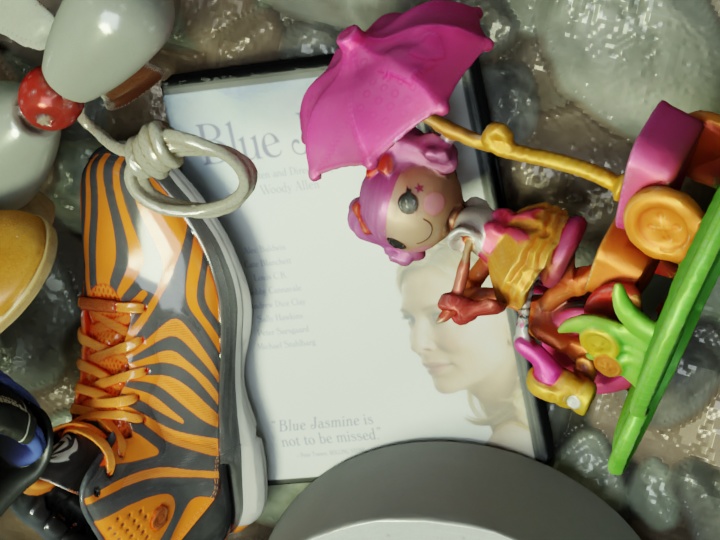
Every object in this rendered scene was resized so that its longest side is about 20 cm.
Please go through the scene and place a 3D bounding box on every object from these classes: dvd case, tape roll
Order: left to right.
[{"bbox_3d":[0.000,0.000,1.136,0.143,0.018,0.200,-6,110,18],"label":"dvd case"},{"bbox_3d":[0.042,0.179,1.165,0.200,0.066,0.200,7,120,12],"label":"tape roll"}]

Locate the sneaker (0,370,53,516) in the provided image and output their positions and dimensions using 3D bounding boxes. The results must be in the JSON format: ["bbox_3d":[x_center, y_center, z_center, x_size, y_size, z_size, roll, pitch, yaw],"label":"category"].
[{"bbox_3d":[-0.176,0.057,1.103,0.081,0.200,0.115,32,138,-32],"label":"sneaker"}]

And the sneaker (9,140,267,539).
[{"bbox_3d":[-0.106,0.050,1.125,0.078,0.112,0.200,5,115,43],"label":"sneaker"}]

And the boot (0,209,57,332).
[{"bbox_3d":[-0.239,-0.008,1.025,0.201,0.071,0.144,-23,131,19],"label":"boot"}]

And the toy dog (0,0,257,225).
[{"bbox_3d":[-0.138,-0.075,1.072,0.200,0.096,0.132,-18,131,28],"label":"toy dog"}]

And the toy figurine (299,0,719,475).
[{"bbox_3d":[0.060,-0.029,1.052,0.184,0.150,0.200,26,136,9],"label":"toy figurine"}]
